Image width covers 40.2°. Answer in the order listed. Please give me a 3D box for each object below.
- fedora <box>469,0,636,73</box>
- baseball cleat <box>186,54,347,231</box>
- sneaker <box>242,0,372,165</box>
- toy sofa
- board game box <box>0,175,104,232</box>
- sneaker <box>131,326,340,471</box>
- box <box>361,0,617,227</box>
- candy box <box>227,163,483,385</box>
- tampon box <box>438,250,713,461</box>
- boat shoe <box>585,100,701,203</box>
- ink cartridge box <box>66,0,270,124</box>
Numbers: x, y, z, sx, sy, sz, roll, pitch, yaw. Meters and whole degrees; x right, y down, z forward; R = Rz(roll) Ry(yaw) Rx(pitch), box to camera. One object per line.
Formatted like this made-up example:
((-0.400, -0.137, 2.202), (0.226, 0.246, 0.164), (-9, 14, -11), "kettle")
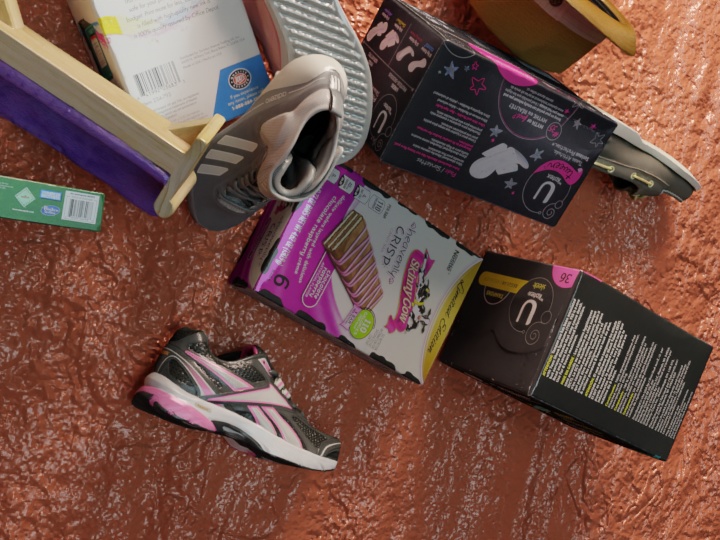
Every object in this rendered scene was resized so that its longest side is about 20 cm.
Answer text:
((0.163, -0.247, 0.914), (0.200, 0.201, 0.082), (24, 121, -30), "fedora")
((-0.079, -0.076, 0.752), (0.070, 0.200, 0.107), (20, 44, -25), "baseball cleat")
((-0.048, -0.191, 0.812), (0.075, 0.105, 0.201), (-21, 113, -9), "sneaker")
((-0.204, -0.114, 0.696), (0.200, 0.083, 0.098), (34, 107, -10), "toy sofa")
((-0.291, -0.059, 0.671), (0.199, 0.134, 0.029), (9, 93, -31), "board game box")
((-0.090, 0.111, 0.848), (0.200, 0.080, 0.087), (32, 70, -35), "sneaker")
((0.098, -0.139, 0.873), (0.200, 0.132, 0.115), (18, 112, -31), "box")
((0.000, 0.000, 0.890), (0.200, 0.061, 0.137), (31, 81, -30), "candy box")
((0.211, 0.082, 0.971), (0.200, 0.150, 0.127), (27, 84, -30), "tampon box")
((0.284, -0.112, 1.035), (0.201, 0.072, 0.060), (22, 107, -38), "boat shoe")
((-0.159, -0.206, 0.765), (0.116, 0.067, 0.201), (-27, 110, -24), "ink cartridge box")
